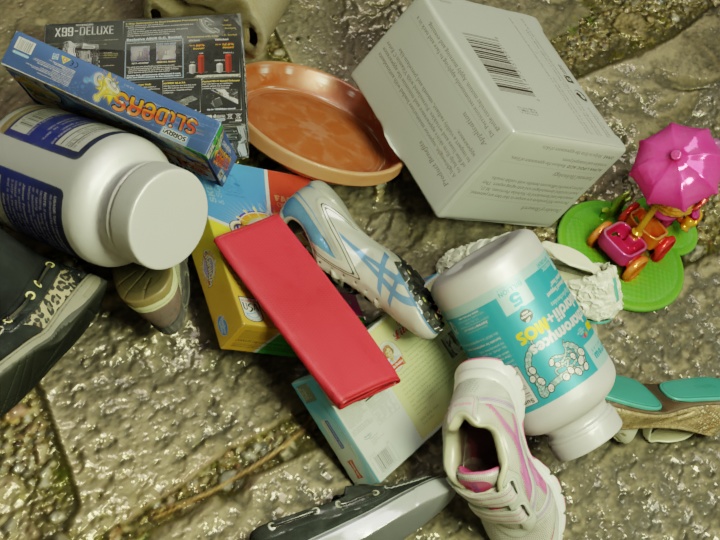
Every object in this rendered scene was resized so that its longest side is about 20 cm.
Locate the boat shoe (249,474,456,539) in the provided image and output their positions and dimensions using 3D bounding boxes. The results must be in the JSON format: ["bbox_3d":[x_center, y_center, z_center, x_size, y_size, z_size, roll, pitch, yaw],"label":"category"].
[{"bbox_3d":[-0.005,0.212,1.477,0.200,0.069,0.057,-20,63,-34],"label":"boat shoe"}]

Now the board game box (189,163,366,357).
[{"bbox_3d":[-0.087,-0.011,1.618,0.153,0.040,0.200,8,48,-39],"label":"board game box"}]

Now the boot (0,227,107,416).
[{"bbox_3d":[-0.330,0.034,1.473,0.154,0.074,0.204,33,40,6],"label":"boot"}]

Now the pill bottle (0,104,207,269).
[{"bbox_3d":[-0.235,-0.069,1.513,0.200,0.120,0.120,21,36,39],"label":"pill bottle"}]

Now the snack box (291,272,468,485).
[{"bbox_3d":[0.036,0.099,1.584,0.200,0.037,0.116,-37,98,-41],"label":"snack box"}]

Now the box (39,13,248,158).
[{"bbox_3d":[-0.211,-0.177,1.675,0.200,0.050,0.158,-4,51,-2],"label":"box"}]

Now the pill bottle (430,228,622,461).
[{"bbox_3d":[0.157,0.071,1.549,0.111,0.111,0.200,-37,98,-41],"label":"pill bottle"}]

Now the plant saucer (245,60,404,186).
[{"bbox_3d":[-0.047,-0.147,1.757,0.200,0.032,0.200,19,32,-12],"label":"plant saucer"}]

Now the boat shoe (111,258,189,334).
[{"bbox_3d":[-0.195,-0.013,1.581,0.072,0.066,0.201,-20,36,1],"label":"boat shoe"}]

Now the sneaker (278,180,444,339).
[{"bbox_3d":[0.000,0.000,1.578,0.200,0.072,0.072,45,5,25],"label":"sneaker"}]

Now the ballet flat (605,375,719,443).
[{"bbox_3d":[0.279,0.140,1.669,0.200,0.065,0.071,5,27,-25],"label":"ballet flat"}]

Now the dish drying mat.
[{"bbox_3d":[-0.048,0.035,1.531,0.077,0.018,0.200,-23,64,-34],"label":"dish drying mat"}]

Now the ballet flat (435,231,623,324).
[{"bbox_3d":[0.168,-0.005,1.686,0.200,0.072,0.072,15,40,26],"label":"ballet flat"}]

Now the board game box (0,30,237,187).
[{"bbox_3d":[-0.213,-0.143,1.540,0.200,0.135,0.034,24,83,6],"label":"board game box"}]

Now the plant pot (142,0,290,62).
[{"bbox_3d":[-0.140,-0.320,1.796,0.200,0.200,0.184,21,58,-7],"label":"plant pot"}]

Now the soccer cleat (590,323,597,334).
[{"bbox_3d":[0.196,0.082,1.682,0.078,0.069,0.200,28,43,-5],"label":"soccer cleat"}]

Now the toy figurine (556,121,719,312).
[{"bbox_3d":[0.327,-0.079,1.796,0.200,0.184,0.150,-28,68,-40],"label":"toy figurine"}]

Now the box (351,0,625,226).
[{"bbox_3d":[0.132,-0.163,1.778,0.200,0.131,0.199,3,49,-48],"label":"box"}]

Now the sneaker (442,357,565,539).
[{"bbox_3d":[0.115,0.182,1.500,0.088,0.081,0.200,-43,115,-55],"label":"sneaker"}]
